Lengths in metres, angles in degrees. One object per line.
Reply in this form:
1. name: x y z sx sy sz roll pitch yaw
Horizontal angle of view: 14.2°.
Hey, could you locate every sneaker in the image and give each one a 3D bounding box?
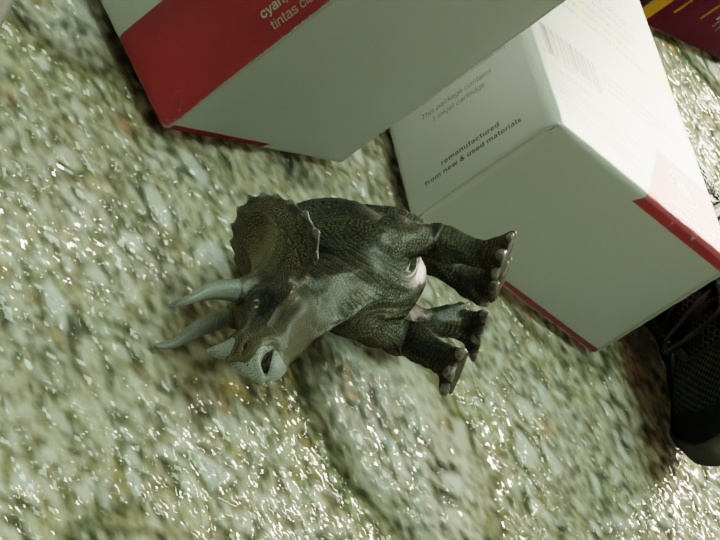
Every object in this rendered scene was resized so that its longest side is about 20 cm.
1. sneaker: 0.152 0.013 1.357 0.114 0.076 0.200 46 22 -16

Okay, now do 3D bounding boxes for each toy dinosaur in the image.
1. toy dinosaur: 0.000 0.000 1.074 0.102 0.077 0.200 22 9 5

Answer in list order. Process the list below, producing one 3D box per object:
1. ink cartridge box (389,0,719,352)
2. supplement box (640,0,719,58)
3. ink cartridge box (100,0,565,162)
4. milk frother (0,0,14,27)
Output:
1. ink cartridge box: 0.077 -0.085 1.326 0.145 0.083 0.200 34 31 -41
2. supplement box: 0.214 -0.197 1.731 0.200 0.086 0.111 13 47 -58
3. ink cartridge box: -0.032 -0.169 1.153 0.145 0.145 0.200 5 53 -60
4. milk frother: -0.160 -0.094 0.844 0.200 0.180 0.188 70 39 -59
